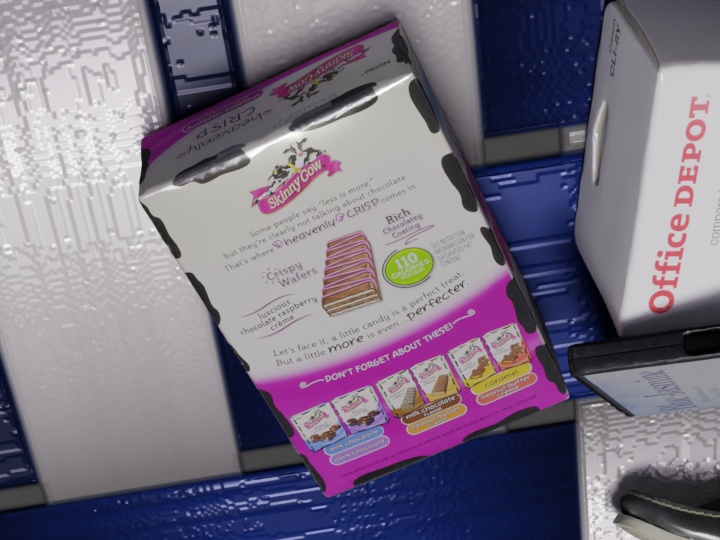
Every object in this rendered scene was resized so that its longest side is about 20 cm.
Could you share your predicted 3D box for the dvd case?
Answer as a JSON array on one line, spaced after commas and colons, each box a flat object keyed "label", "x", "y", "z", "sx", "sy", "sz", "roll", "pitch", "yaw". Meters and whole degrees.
[{"label": "dvd case", "x": 0.211, "y": 0.042, "z": 0.736, "sx": 0.200, "sy": 0.018, "sz": 0.143, "roll": -9, "pitch": 165, "yaw": 19}]

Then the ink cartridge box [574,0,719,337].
[{"label": "ink cartridge box", "x": 0.212, "y": -0.050, "z": 0.719, "sx": 0.200, "sy": 0.083, "sz": 0.145, "roll": -2, "pitch": 123, "yaw": -6}]

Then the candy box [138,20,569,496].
[{"label": "candy box", "x": 0.000, "y": 0.000, "z": 0.739, "sx": 0.136, "sy": 0.061, "sz": 0.200, "roll": -23, "pitch": 123, "yaw": 8}]

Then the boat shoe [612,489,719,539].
[{"label": "boat shoe", "x": 0.240, "y": 0.141, "z": 0.867, "sx": 0.200, "sy": 0.072, "sz": 0.068, "roll": 9, "pitch": 83, "yaw": -5}]
